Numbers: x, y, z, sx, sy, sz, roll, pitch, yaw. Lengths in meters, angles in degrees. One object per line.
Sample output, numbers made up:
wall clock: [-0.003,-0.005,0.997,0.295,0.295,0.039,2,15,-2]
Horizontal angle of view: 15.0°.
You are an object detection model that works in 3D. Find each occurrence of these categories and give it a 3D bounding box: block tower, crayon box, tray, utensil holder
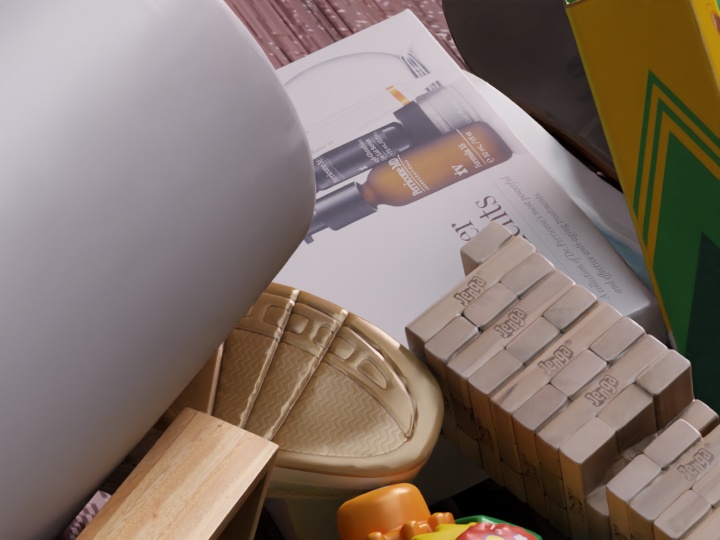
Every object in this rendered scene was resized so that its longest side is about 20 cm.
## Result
block tower: [0.096,0.066,0.865,0.058,0.054,0.200,-38,55,-20]
crayon box: [0.140,-0.036,0.985,0.127,0.051,0.201,0,70,-58]
tray: [-0.084,0.128,0.770,0.037,0.099,0.200,21,30,9]
utensil holder: [-0.132,0.005,0.806,0.169,0.170,0.200,29,57,18]

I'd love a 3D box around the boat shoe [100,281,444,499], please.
boat shoe: [-0.065,0.045,0.915,0.199,0.070,0.071,12,50,18]

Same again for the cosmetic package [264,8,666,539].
cosmetic package: [0.000,0.000,1.013,0.150,0.052,0.200,-27,45,-11]

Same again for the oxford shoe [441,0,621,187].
oxford shoe: [0.098,-0.074,1.144,0.200,0.071,0.071,51,0,43]

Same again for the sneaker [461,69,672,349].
sneaker: [0.080,0.008,1.108,0.200,0.074,0.082,38,70,17]

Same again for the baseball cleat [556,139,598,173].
baseball cleat: [0.136,-0.086,1.235,0.199,0.107,0.070,10,-4,-27]

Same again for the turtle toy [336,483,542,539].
turtle toy: [0.029,0.137,0.816,0.145,0.101,0.200,18,30,-1]
